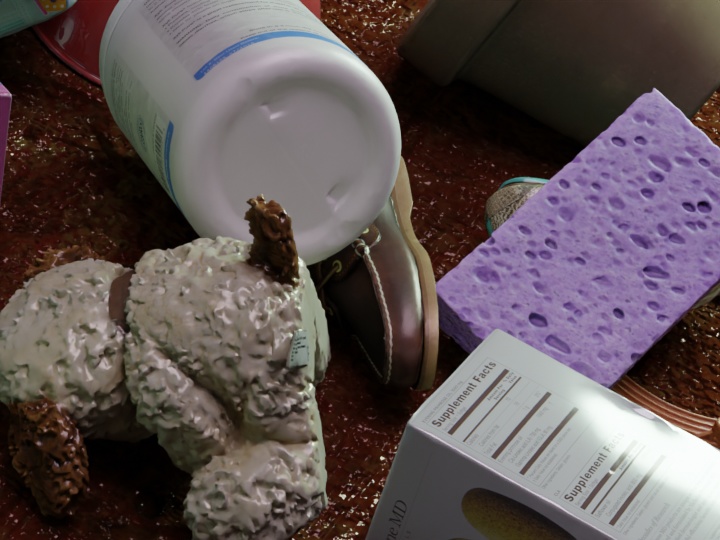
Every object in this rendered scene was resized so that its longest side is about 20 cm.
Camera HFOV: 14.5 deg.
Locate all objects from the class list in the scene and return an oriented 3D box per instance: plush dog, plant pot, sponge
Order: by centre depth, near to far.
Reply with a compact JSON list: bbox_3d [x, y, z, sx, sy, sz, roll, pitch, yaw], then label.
[{"bbox_3d":[-0.109,0.041,1.466,0.171,0.161,0.200,-6,38,5],"label":"plush dog"},{"bbox_3d":[0.141,-0.006,1.631,0.112,0.030,0.200,44,65,10],"label":"sponge"},{"bbox_3d":[0.148,-0.160,1.811,0.175,0.200,0.200,42,38,0],"label":"plant pot"}]

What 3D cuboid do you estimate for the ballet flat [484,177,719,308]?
[{"bbox_3d":[0.172,-0.012,1.690,0.199,0.068,0.076,2,60,-13],"label":"ballet flat"}]

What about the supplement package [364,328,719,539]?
[{"bbox_3d":[0.116,0.140,1.444,0.199,0.114,0.110,28,36,15],"label":"supplement package"}]

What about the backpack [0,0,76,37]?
[{"bbox_3d":[-0.262,-0.221,1.696,0.199,0.154,0.176,-13,41,4],"label":"backpack"}]

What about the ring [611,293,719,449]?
[{"bbox_3d":[0.203,0.043,1.690,0.199,0.019,0.201,13,37,-10],"label":"ring"}]

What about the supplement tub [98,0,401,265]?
[{"bbox_3d":[-0.066,-0.093,1.607,0.131,0.133,0.200,4,21,-20],"label":"supplement tub"}]

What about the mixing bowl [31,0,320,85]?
[{"bbox_3d":[-0.108,-0.200,1.791,0.199,0.109,0.201,11,37,-9],"label":"mixing bowl"}]

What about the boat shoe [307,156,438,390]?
[{"bbox_3d":[0.000,0.000,1.616,0.070,0.071,0.200,4,32,-13],"label":"boat shoe"}]

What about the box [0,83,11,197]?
[{"bbox_3d":[-0.302,-0.085,1.521,0.175,0.097,0.200,-2,24,-25],"label":"box"}]
